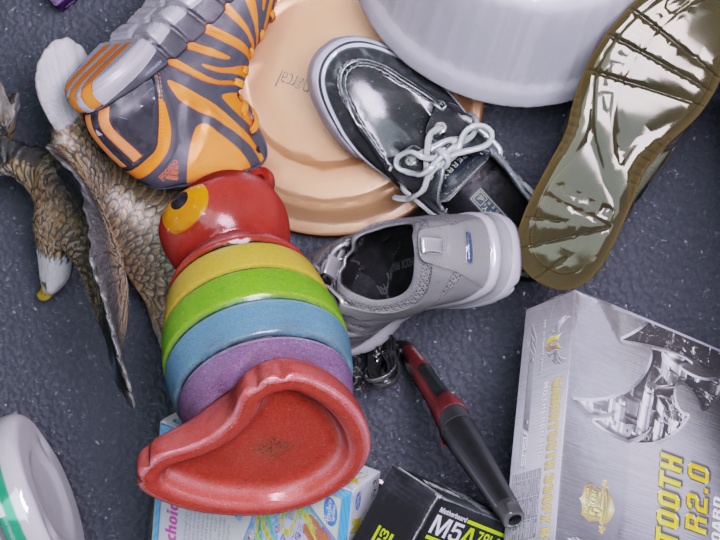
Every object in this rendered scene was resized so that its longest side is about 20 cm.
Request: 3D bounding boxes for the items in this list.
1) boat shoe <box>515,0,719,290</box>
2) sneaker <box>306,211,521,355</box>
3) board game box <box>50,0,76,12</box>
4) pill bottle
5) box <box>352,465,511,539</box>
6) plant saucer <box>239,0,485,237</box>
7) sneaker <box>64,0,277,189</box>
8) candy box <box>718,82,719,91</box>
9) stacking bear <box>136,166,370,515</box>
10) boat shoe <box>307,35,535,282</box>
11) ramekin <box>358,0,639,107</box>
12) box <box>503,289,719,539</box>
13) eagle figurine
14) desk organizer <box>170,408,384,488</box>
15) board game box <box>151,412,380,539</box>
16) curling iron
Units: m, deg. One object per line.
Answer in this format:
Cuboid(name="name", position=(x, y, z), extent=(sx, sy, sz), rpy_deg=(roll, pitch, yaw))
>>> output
Cuboid(name="boat shoe", position=(0.151, -0.084, 1.028), extent=(0.072, 0.066, 0.202), rpy_deg=(28, 96, 0))
Cuboid(name="sneaker", position=(0.000, 0.000, 1.052), extent=(0.200, 0.082, 0.075), rpy_deg=(-23, 66, 44))
Cuboid(name="board game box", position=(-0.157, -0.278, 1.143), extent=(0.200, 0.032, 0.120), rpy_deg=(-40, 90, 0))
Cuboid(name="pill bottle", position=(-0.280, 0.174, 1.085), extent=(0.199, 0.113, 0.114), rpy_deg=(-22, 86, 2))
Cuboid(name="box", position=(0.045, 0.229, 1.031), extent=(0.047, 0.200, 0.194), rpy_deg=(25, 89, 44))
Cuboid(name="plant saucer", position=(-0.019, -0.122, 1.125), extent=(0.199, 0.032, 0.202), rpy_deg=(0, 87, 4))
Cuboid(name="sneaker", position=(-0.084, -0.129, 1.083), extent=(0.200, 0.077, 0.112), rpy_deg=(-47, 117, -19))
Cuboid(name="candy box", position=(0.266, -0.011, 0.998), extent=(0.077, 0.169, 0.201), rpy_deg=(-15, 117, 6))
Cuboid(name="stacking bear", position=(-0.066, 0.026, 0.994), extent=(0.121, 0.114, 0.201), rpy_deg=(-36, 47, 24))
Cuboid(name="boat shoe", position=(0.050, -0.065, 1.071), extent=(0.074, 0.068, 0.199), rpy_deg=(-42, 103, -4))
Cuboid(name="ramekin", position=(0.098, -0.208, 1.054), extent=(0.199, 0.098, 0.201), rpy_deg=(3, 66, -6))
Cuboid(name="box", position=(0.161, 0.131, 1.024), extent=(0.158, 0.048, 0.201), rpy_deg=(23, 63, -29))
Cuboid(name="eagle figurine", position=(-0.163, -0.024, 1.083), extent=(0.200, 0.151, 0.152), rpy_deg=(36, 67, 16))
Cuboid(name="desk organizer", position=(-0.035, 0.144, 1.089), extent=(0.199, 0.077, 0.072), rpy_deg=(30, 89, 5))
Cuboid(name="board game box", position=(-0.063, 0.194, 1.052), extent=(0.134, 0.034, 0.201), rpy_deg=(17, 112, 25))
Cuboid(name="curling iron", position=(0.046, 0.094, 1.050), extent=(0.049, 0.200, 0.026), rpy_deg=(-28, 128, -11))
